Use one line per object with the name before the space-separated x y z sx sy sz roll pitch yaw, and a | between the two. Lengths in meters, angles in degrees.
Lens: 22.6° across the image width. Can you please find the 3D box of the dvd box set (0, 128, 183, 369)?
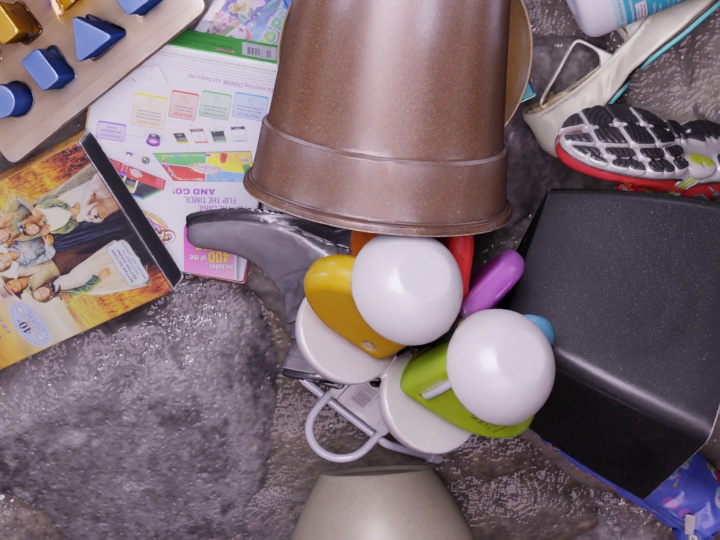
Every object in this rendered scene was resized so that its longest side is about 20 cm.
dvd box set | -0.264 -0.012 1.471 0.199 0.029 0.147 -23 109 23

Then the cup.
cup | 0.019 0.247 1.585 0.199 0.200 0.144 -3 89 -5

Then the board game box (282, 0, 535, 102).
board game box | 0.031 -0.196 1.427 0.152 0.045 0.201 -25 114 5

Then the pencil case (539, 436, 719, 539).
pencil case | 0.252 0.173 1.618 0.200 0.087 0.078 37 128 -19

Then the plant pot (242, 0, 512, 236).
plant pot | 0.025 -0.147 1.299 0.199 0.200 0.199 5 107 -9

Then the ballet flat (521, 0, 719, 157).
ballet flat | 0.210 -0.177 1.469 0.069 0.070 0.200 39 106 -20

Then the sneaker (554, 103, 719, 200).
sneaker | 0.233 -0.078 1.480 0.199 0.077 0.085 7 135 -35

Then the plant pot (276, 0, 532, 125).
plant pot | 0.034 -0.169 1.400 0.199 0.028 0.201 -2 115 -5

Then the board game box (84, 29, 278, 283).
board game box | -0.151 -0.096 1.463 0.152 0.040 0.201 10 118 -8

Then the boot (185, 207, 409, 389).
boot | -0.051 0.023 1.426 0.199 0.070 0.132 8 88 11

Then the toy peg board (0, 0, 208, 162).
toy peg board | -0.256 -0.214 1.344 0.200 0.098 0.199 -37 92 11

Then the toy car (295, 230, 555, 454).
toy car | 0.061 0.032 1.333 0.200 0.175 0.150 40 61 -8

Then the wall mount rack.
wall mount rack | 0.047 0.092 1.569 0.174 0.075 0.200 38 106 -16

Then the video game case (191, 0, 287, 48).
video game case | -0.025 -0.184 1.461 0.199 0.018 0.143 30 108 -18

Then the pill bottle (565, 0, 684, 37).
pill bottle | 0.248 -0.267 1.402 0.199 0.111 0.111 -22 115 4

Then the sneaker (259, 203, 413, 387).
sneaker | 0.000 0.000 1.489 0.092 0.076 0.200 -41 80 9

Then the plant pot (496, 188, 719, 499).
plant pot | 0.202 0.044 1.473 0.177 0.200 0.200 21 68 2
